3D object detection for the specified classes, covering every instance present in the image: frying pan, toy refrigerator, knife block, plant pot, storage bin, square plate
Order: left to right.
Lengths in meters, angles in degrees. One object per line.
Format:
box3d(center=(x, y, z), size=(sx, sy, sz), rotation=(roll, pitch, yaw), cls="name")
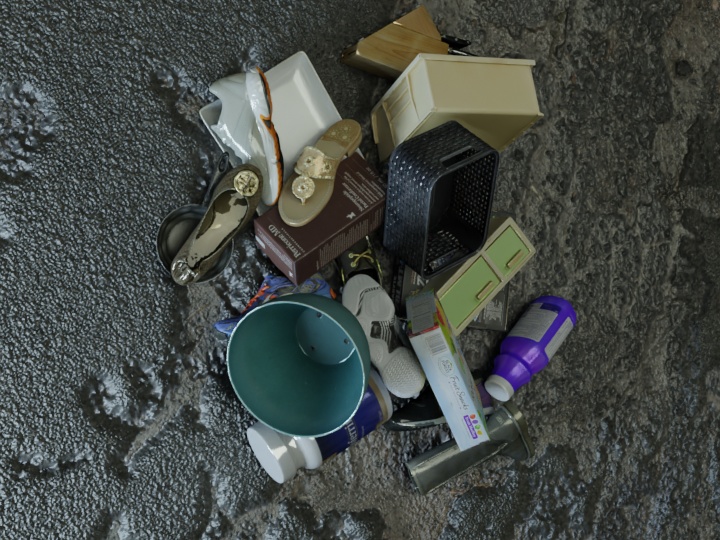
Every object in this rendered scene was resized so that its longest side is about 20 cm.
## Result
box3d(center=(-0.244, -0.076, 1.562), size=(0.115, 0.031, 0.191), rotation=(-3, 89, -23), cls="frying pan")
box3d(center=(-0.118, -0.200, 1.629), size=(0.198, 0.028, 0.200), rotation=(-34, 102, -21), cls="square plate")
box3d(center=(-0.069, 0.114, 1.505), size=(0.201, 0.200, 0.135), rotation=(64, 25, -9), cls="plant pot")
box3d(center=(0.092, -0.320, 1.710), size=(0.200, 0.064, 0.176), rotation=(-34, 101, -22), cls="knife block")
box3d(center=(0.117, -0.103, 1.584), size=(0.135, 0.094, 0.200), rotation=(-27, 141, -29), cls="storage bin")
box3d(center=(0.145, -0.242, 1.663), size=(0.199, 0.199, 0.094), rotation=(-3, 72, -25), cls="storage bin")
box3d(center=(0.179, 0.009, 1.684), size=(0.200, 0.070, 0.076), rotation=(-44, 106, -19), cls="toy refrigerator")

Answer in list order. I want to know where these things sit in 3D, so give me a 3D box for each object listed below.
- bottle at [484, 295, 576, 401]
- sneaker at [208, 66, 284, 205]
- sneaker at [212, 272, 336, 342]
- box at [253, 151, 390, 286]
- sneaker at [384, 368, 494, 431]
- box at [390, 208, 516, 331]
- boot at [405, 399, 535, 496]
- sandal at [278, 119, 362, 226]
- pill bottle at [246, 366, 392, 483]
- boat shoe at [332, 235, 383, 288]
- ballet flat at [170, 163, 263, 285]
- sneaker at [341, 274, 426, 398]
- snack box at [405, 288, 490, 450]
box3d(center=(0.274, 0.127, 1.752), size=(0.200, 0.083, 0.065), rotation=(-49, 122, -30), cls="bottle")
box3d(center=(-0.167, -0.191, 1.562), size=(0.092, 0.076, 0.201), rotation=(-9, 103, 4), cls="sneaker")
box3d(center=(-0.136, 0.049, 1.596), size=(0.200, 0.075, 0.079), rotation=(-24, 87, -30), cls="sneaker")
box3d(center=(-0.050, -0.079, 1.598), size=(0.200, 0.075, 0.100), rotation=(-37, 66, -18), cls="box")
box3d(center=(0.118, 0.203, 1.708), size=(0.200, 0.076, 0.088), rotation=(-5, 81, -32), cls="sneaker")
box3d(center=(0.150, -0.010, 1.734), size=(0.198, 0.050, 0.201), rotation=(8, 85, -23), cls="box")
box3d(center=(0.176, 0.302, 1.714), size=(0.200, 0.073, 0.182), rotation=(-37, 140, -8), cls="boot")
box3d(center=(-0.065, -0.164, 1.569), size=(0.212, 0.077, 0.070), rotation=(-58, 152, -32), cls="sandal")
box3d(center=(-0.061, 0.222, 1.592), size=(0.200, 0.116, 0.116), rotation=(-31, 101, -22), cls="pill bottle")
box3d(center=(0.000, 0.000, 1.657), size=(0.072, 0.061, 0.202), rotation=(-12, 93, -25), cls="boat shoe")
box3d(center=(-0.203, -0.064, 1.523), size=(0.067, 0.046, 0.200), rotation=(37, 89, -14), cls="ballet flat")
box3d(center=(0.036, 0.105, 1.602), size=(0.075, 0.115, 0.200), rotation=(-29, 73, 0), cls="sneaker")
box3d(center=(0.127, 0.143, 1.578), size=(0.053, 0.142, 0.200), rotation=(-21, 109, 9), cls="snack box")
